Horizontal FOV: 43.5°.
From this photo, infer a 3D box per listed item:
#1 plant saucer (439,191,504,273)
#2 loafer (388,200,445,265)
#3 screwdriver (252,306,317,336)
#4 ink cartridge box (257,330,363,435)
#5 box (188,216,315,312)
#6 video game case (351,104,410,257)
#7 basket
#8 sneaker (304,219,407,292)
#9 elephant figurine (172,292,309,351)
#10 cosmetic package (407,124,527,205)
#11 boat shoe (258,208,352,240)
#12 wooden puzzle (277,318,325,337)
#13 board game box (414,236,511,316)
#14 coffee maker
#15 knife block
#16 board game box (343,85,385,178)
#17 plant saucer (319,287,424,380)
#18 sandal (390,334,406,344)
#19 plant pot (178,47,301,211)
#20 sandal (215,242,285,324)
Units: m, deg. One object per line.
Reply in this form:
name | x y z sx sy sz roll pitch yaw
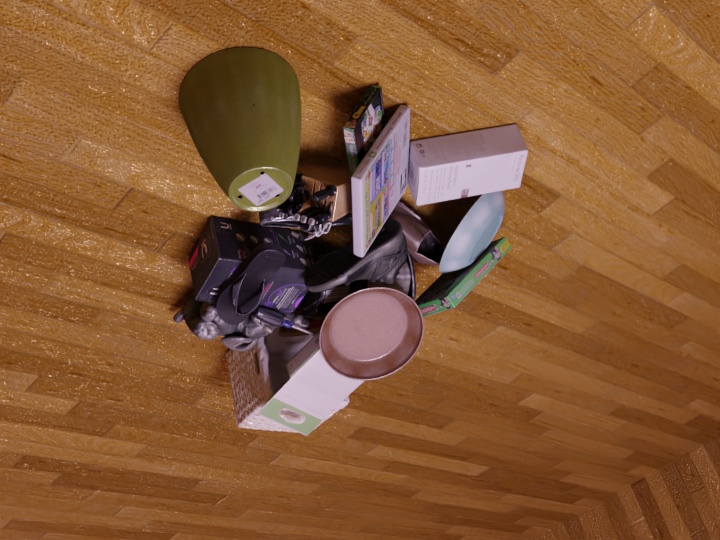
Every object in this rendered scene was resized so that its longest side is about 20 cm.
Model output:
plant saucer | 0.221 -0.069 1.694 0.201 0.039 0.201 -48 162 -20
loafer | 0.095 -0.075 1.669 0.200 0.071 0.073 34 85 -33
screwdriver | -0.115 0.107 1.695 0.200 0.028 0.029 21 138 -30
ink cartridge box | -0.092 0.223 1.760 0.200 0.048 0.145 -44 130 17
box | -0.196 -0.009 1.644 0.200 0.106 0.122 9 135 -31
video game case | 0.034 -0.148 1.516 0.022 0.182 0.200 22 147 16
basket | -0.156 0.222 1.898 0.200 0.199 0.161 10 141 -33
sneaker | 0.000 0.000 1.622 0.199 0.076 0.114 -32 136 -5
elephant figurine | -0.230 0.096 1.741 0.200 0.155 0.142 21 105 -33
cosmetic package | 0.187 -0.186 1.593 0.199 0.074 0.102 -10 144 -7
boat shoe | -0.084 -0.092 1.594 0.199 0.068 0.074 8 159 -29
wooden puzzle | -0.040 0.109 1.829 0.185 0.037 0.200 -3 178 -41
board game box | 0.193 0.015 1.758 0.200 0.029 0.134 -42 -168 -32
coffee maker | -0.016 0.037 1.756 0.199 0.135 0.192 0 142 -21
knife block | -0.047 -0.121 1.490 0.199 0.176 0.064 1 114 -23
board game box | 0.013 -0.197 1.487 0.023 0.105 0.200 16 146 18
plant saucer | 0.018 0.112 1.675 0.200 0.037 0.201 -6 118 -11
sandal | 0.025 0.152 1.804 0.080 0.058 0.201 -4 179 -35
plant pot | -0.162 -0.192 1.332 0.187 0.200 0.187 -11 144 -8
sandal | -0.196 0.031 1.570 0.076 0.043 0.200 9 135 -30
